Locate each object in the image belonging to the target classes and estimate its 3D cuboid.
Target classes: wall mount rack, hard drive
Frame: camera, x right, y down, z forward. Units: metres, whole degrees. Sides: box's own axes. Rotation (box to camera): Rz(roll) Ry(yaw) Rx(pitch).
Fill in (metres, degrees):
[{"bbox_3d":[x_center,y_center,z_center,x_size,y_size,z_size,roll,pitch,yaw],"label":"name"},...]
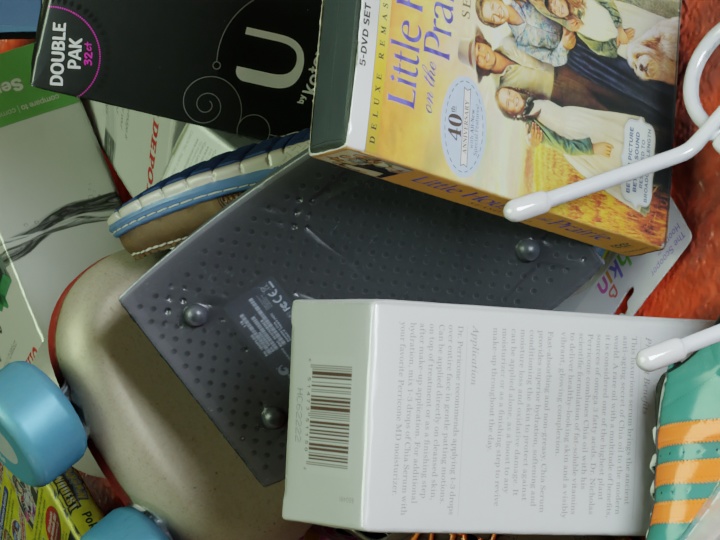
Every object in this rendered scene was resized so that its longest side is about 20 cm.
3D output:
[{"bbox_3d":[0.166,-0.043,1.209,0.174,0.074,0.200,-49,43,9],"label":"wall mount rack"},{"bbox_3d":[0.000,0.000,1.337,0.200,0.135,0.042,-34,18,11],"label":"hard drive"}]

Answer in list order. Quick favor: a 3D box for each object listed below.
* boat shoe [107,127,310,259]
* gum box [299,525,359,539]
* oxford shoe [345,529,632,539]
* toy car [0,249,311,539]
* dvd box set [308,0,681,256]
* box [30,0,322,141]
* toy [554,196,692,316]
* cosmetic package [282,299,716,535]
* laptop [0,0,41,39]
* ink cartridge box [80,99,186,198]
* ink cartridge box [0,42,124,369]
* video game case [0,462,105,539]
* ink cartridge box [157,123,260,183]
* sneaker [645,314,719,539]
[{"bbox_3d":[-0.027,-0.031,1.381,0.199,0.072,0.073,-16,99,16],"label":"boat shoe"},{"bbox_3d":[0.005,0.244,1.463,0.113,0.066,0.201,25,108,54],"label":"gum box"},{"bbox_3d":[0.050,0.130,1.357,0.199,0.072,0.071,20,96,29],"label":"oxford shoe"},{"bbox_3d":[-0.112,0.078,1.503,0.177,0.184,0.200,54,158,-8],"label":"toy car"},{"bbox_3d":[0.066,-0.099,1.274,0.029,0.199,0.147,-11,69,49],"label":"dvd box set"},{"bbox_3d":[-0.061,-0.150,1.457,0.124,0.199,0.149,-116,40,-78],"label":"box"},{"bbox_3d":[0.080,-0.049,1.401,0.115,0.047,0.200,-58,41,36],"label":"toy"},{"bbox_3d":[0.067,0.067,1.268,0.071,0.199,0.102,0,86,57],"label":"cosmetic package"},{"bbox_3d":[-0.219,-0.248,1.833,0.200,0.103,0.178,-12,77,56],"label":"laptop"},{"bbox_3d":[-0.109,-0.135,1.645,0.200,0.083,0.147,55,144,44],"label":"ink cartridge box"},{"bbox_3d":[-0.195,-0.017,1.709,0.201,0.084,0.146,67,160,12],"label":"ink cartridge box"},{"bbox_3d":[-0.182,0.191,1.705,0.181,0.025,0.200,56,152,26],"label":"video game case"},{"bbox_3d":[-0.026,0.007,1.529,0.200,0.050,0.109,37,122,14],"label":"ink cartridge box"},{"bbox_3d":[0.162,0.089,1.246,0.080,0.071,0.201,43,113,51],"label":"sneaker"}]
